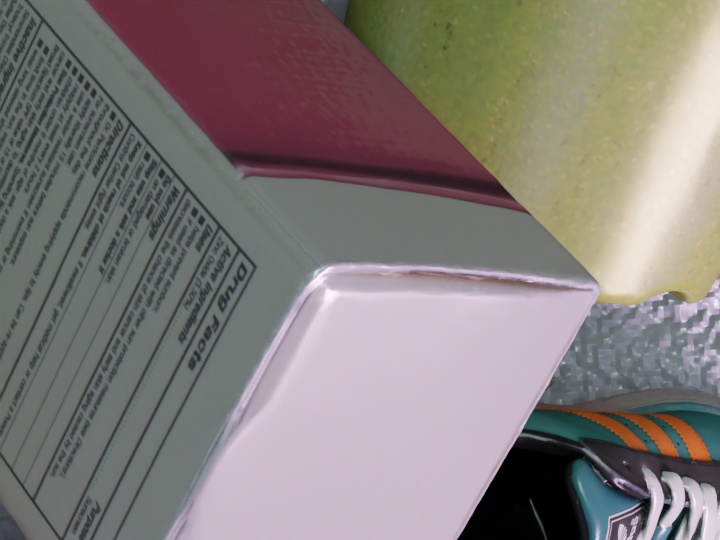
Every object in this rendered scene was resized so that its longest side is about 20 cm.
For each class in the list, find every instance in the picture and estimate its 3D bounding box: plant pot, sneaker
[{"bbox_3d":[0.077,-0.096,0.777,0.200,0.200,0.185,17,107,-9],"label":"plant pot"},{"bbox_3d":[0.072,0.077,0.806,0.200,0.080,0.072,10,108,-25],"label":"sneaker"}]

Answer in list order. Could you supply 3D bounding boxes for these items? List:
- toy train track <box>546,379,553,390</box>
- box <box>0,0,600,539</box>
[{"bbox_3d":[0.000,0.000,0.839,0.115,0.033,0.200,-41,95,-7],"label":"toy train track"},{"bbox_3d":[-0.052,-0.007,0.724,0.109,0.200,0.128,3,125,-44],"label":"box"}]
